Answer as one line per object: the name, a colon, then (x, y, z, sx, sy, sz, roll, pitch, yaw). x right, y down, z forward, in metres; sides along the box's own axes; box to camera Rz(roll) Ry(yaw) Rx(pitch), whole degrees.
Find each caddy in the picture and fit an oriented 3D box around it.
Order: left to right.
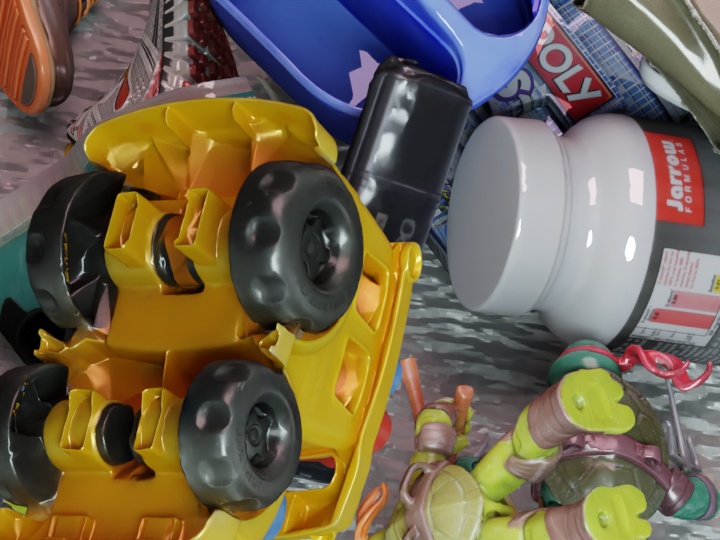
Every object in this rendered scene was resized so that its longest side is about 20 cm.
caddy: (0.002, -0.152, 1.409, 0.141, 0.105, 0.200, -44, 76, -9)

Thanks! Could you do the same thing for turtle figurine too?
turtle figurine: (0.047, 0.099, 1.239, 0.064, 0.161, 0.200, 26, 50, -31)
turtle figurine: (0.099, 0.104, 1.320, 0.149, 0.101, 0.200, 5, 52, -1)

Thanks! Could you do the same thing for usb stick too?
usb stick: (0.000, 0.000, 1.342, 0.055, 0.201, 0.033, 17, 3, -37)

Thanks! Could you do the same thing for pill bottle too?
pill bottle: (0.151, -0.014, 1.402, 0.199, 0.116, 0.116, 7, 43, -20)

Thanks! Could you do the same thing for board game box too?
board game box: (0.081, -0.121, 1.488, 0.200, 0.062, 0.200, -34, 67, -7)

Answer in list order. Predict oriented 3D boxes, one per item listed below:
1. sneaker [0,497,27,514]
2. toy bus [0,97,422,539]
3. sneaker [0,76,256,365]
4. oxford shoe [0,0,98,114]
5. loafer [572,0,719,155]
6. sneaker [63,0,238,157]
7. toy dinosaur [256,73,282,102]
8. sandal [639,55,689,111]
sneaker: (-0.140, 0.145, 1.244, 0.081, 0.074, 0.200, -37, 60, -21)
toy bus: (-0.050, 0.055, 1.226, 0.135, 0.192, 0.201, -1, 62, 32)
sneaker: (-0.106, -0.021, 1.330, 0.071, 0.200, 0.080, -14, 76, -46)
oxford shoe: (-0.164, -0.158, 1.536, 0.073, 0.071, 0.200, 3, 44, -18)
loafer: (0.134, -0.127, 1.364, 0.070, 0.075, 0.200, -27, 74, -19)
sneaker: (-0.111, -0.077, 1.451, 0.082, 0.078, 0.200, -7, 45, 16)
toy dinosaur: (-0.039, -0.006, 1.384, 0.101, 0.058, 0.200, 45, 48, -26)
sandal: (0.238, -0.094, 1.434, 0.202, 0.050, 0.082, 11, 20, -8)
